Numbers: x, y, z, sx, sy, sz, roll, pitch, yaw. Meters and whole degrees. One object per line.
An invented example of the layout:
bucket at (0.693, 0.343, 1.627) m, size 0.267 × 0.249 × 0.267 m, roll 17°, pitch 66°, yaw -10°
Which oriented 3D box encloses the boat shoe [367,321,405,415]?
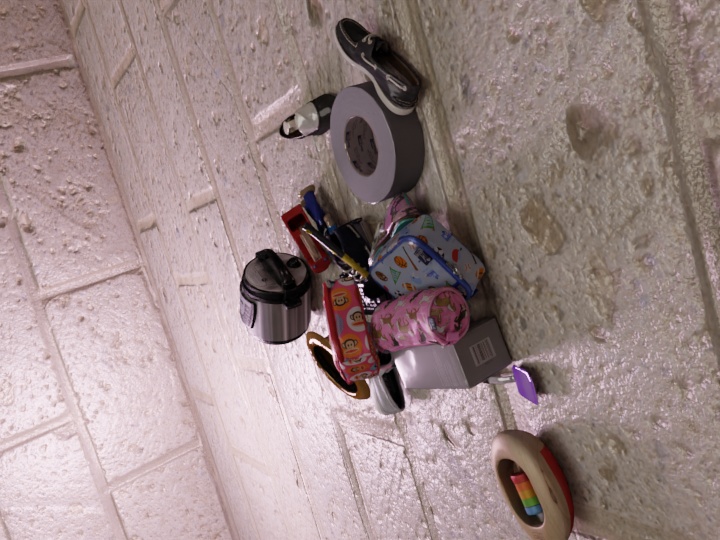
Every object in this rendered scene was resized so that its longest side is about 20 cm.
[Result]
boat shoe at (0.049, 0.202, 1.418) m, size 0.070 × 0.069 × 0.206 m, roll -14°, pitch 95°, yaw 41°

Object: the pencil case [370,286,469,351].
pencil case at (0.091, 0.082, 1.103) m, size 0.083 × 0.087 × 0.199 m, roll 47°, pitch 154°, yaw -14°

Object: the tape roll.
tape roll at (0.025, -0.224, 1.182) m, size 0.200 × 0.065 × 0.205 m, roll 39°, pitch 139°, yaw 44°

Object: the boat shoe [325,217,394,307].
boat shoe at (0.000, 0.000, 1.323) m, size 0.074 × 0.092 × 0.204 m, roll -36°, pitch 76°, yaw 44°

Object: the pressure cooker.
pressure cooker at (-0.203, 0.051, 1.636) m, size 0.171 × 0.180 × 0.204 m, roll 12°, pitch 127°, yaw 11°

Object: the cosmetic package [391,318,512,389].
cosmetic package at (0.149, 0.145, 1.159) m, size 0.199 × 0.105 × 0.092 m, roll -24°, pitch 90°, yaw 63°

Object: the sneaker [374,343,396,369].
sneaker at (0.070, 0.121, 1.301) m, size 0.070 × 0.081 × 0.203 m, roll 47°, pitch 144°, yaw 34°

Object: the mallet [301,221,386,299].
mallet at (-0.030, -0.018, 1.259) m, size 0.198 × 0.042 × 0.066 m, roll 36°, pitch 150°, yaw -1°

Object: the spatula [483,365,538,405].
spatula at (0.227, 0.181, 1.133) m, size 0.198 × 0.020 × 0.058 m, roll -1°, pitch 108°, yaw 60°

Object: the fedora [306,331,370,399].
fedora at (-0.034, 0.194, 1.504) m, size 0.199 × 0.082 × 0.203 m, roll 38°, pitch 153°, yaw 23°

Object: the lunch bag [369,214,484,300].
lunch bag at (0.111, 0.003, 1.131) m, size 0.160 × 0.076 × 0.200 m, roll 43°, pitch 152°, yaw -6°

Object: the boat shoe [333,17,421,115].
boat shoe at (0.028, -0.344, 1.094) m, size 0.202 × 0.073 × 0.061 m, roll 57°, pitch 149°, yaw 17°

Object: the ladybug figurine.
ladybug figurine at (0.283, 0.347, 1.089) m, size 0.135 × 0.071 × 0.204 m, roll -31°, pitch 81°, yaw 61°

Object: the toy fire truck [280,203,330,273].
toy fire truck at (-0.113, -0.064, 1.439) m, size 0.202 × 0.048 × 0.141 m, roll 61°, pitch 175°, yaw -33°

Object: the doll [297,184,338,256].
doll at (-0.068, -0.085, 1.437) m, size 0.202 × 0.048 × 0.137 m, roll 57°, pitch 164°, yaw 19°

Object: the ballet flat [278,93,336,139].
ballet flat at (-0.108, -0.297, 1.360) m, size 0.199 × 0.067 × 0.070 m, roll -11°, pitch 98°, yaw 61°

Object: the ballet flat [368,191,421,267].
ballet flat at (0.057, -0.072, 1.226) m, size 0.201 × 0.067 × 0.073 m, roll 115°, pitch 145°, yaw -57°

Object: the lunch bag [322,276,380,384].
lunch bag at (-0.019, 0.100, 1.252) m, size 0.201 × 0.080 × 0.180 m, roll 78°, pitch 180°, yaw -64°

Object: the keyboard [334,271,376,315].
keyboard at (-0.021, 0.050, 1.457) m, size 0.198 × 0.039 × 0.107 m, roll -4°, pitch 105°, yaw 59°
